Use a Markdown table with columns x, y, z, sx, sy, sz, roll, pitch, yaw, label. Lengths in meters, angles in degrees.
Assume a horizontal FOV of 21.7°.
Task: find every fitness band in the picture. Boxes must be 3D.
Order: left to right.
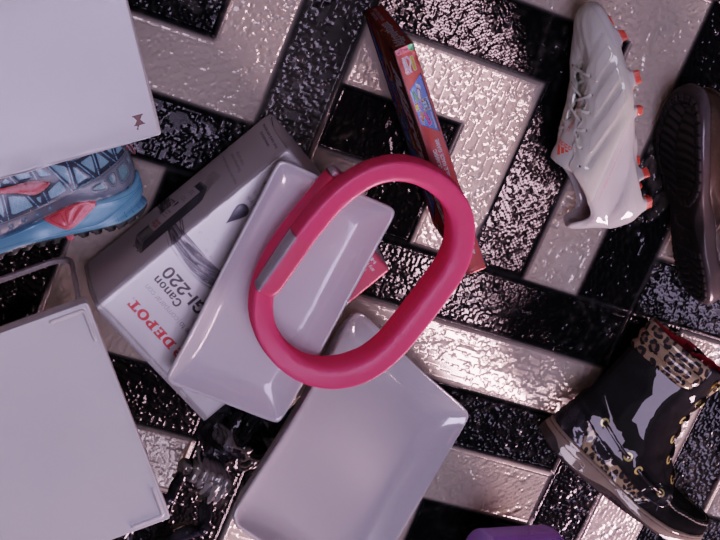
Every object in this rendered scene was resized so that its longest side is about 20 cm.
| x | y | z | sx | sy | sz | roll | pitch | yaw | label |
| --- | --- | --- | --- | --- | --- | --- | --- | --- | --- |
| 0.000 | 0.000 | 1.448 | 0.143 | 0.037 | 0.200 | 32 | 102 | -29 | fitness band |

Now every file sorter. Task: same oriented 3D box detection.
| x | y | z | sx | sy | sz | roll | pitch | yaw | label |
| --- | --- | --- | --- | --- | --- | --- | --- | --- | --- |
| -0.254 | 0.109 | 1.492 | 0.138 | 0.125 | 0.201 | -20 | 117 | -5 | file sorter |

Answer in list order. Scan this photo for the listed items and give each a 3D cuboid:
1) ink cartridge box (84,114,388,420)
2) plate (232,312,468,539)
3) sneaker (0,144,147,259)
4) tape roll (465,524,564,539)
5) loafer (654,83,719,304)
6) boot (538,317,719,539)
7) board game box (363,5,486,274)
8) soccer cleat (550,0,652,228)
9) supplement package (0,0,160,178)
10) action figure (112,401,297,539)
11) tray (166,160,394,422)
| x | y | z | sx | sy | sz | roll | pitch | yaw | label |
| --- | --- | --- | --- | --- | --- | --- | --- | --- | --- |
| -0.100 | -0.001 | 1.509 | 0.200 | 0.085 | 0.146 | -38 | 117 | 6 | ink cartridge box |
| -0.012 | 0.158 | 1.581 | 0.201 | 0.032 | 0.200 | -59 | 138 | -11 | plate |
| -0.270 | -0.065 | 1.450 | 0.198 | 0.079 | 0.096 | -15 | 104 | -16 | sneaker |
| 0.140 | 0.326 | 1.654 | 0.065 | 0.200 | 0.202 | -1 | 114 | -13 | tape roll |
| 0.300 | -0.072 | 1.601 | 0.071 | 0.073 | 0.201 | -20 | 122 | -17 | loafer |
| 0.274 | 0.145 | 1.685 | 0.199 | 0.073 | 0.151 | 36 | 100 | -20 | boot |
| 0.051 | -0.103 | 1.493 | 0.019 | 0.103 | 0.201 | -22 | 117 | -5 | board game box |
| 0.191 | -0.121 | 1.545 | 0.077 | 0.069 | 0.201 | -15 | 119 | -5 | soccer cleat |
| -0.260 | -0.170 | 1.324 | 0.190 | 0.200 | 0.148 | -16 | 117 | -8 | supplement package |
| -0.114 | 0.177 | 1.574 | 0.200 | 0.102 | 0.119 | -43 | 130 | 7 | action figure |
| -0.065 | 0.016 | 1.466 | 0.107 | 0.022 | 0.201 | 22 | 106 | -25 | tray |
